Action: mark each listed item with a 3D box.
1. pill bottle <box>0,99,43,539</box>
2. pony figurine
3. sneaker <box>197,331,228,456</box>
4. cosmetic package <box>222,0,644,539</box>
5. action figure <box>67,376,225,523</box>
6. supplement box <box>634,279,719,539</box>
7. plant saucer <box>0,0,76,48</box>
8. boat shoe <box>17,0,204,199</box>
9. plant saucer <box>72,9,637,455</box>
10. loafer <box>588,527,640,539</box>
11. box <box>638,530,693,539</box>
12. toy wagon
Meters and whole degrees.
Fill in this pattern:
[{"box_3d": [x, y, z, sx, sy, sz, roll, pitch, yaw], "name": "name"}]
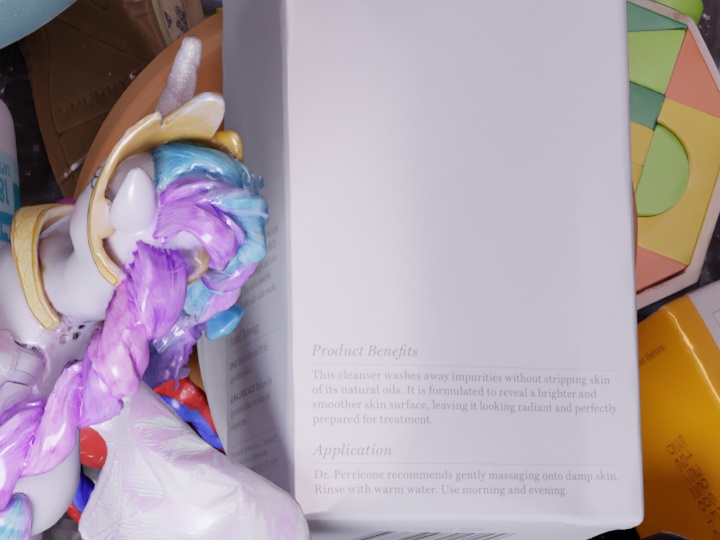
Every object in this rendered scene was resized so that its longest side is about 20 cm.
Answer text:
[{"box_3d": [-0.163, 0.042, 0.805, 0.110, 0.111, 0.201, -4, 82, -11], "name": "pill bottle"}, {"box_3d": [-0.095, 0.046, 0.661, 0.166, 0.200, 0.194, 19, 71, -25], "name": "pony figurine"}, {"box_3d": [-0.001, 0.078, 0.801, 0.075, 0.100, 0.201, -29, 94, -16], "name": "sneaker"}, {"box_3d": [0.019, -0.020, 0.729, 0.112, 0.081, 0.201, 4, 78, -16], "name": "cosmetic package"}, {"box_3d": [-0.059, 0.083, 0.813, 0.065, 0.052, 0.201, -26, 116, 7], "name": "action figure"}, {"box_3d": [0.182, 0.051, 0.848, 0.199, 0.074, 0.126, -19, 77, -35], "name": "supplement box"}, {"box_3d": [-0.156, -0.165, 0.792, 0.199, 0.027, 0.201, -1, 83, 8], "name": "plant saucer"}, {"box_3d": [-0.095, -0.101, 0.874, 0.073, 0.063, 0.201, -15, 80, 13], "name": "boat shoe"}, {"box_3d": [0.000, 0.000, 0.826, 0.199, 0.038, 0.201, -4, 117, -7], "name": "plant saucer"}, {"box_3d": [0.140, 0.126, 0.877, 0.070, 0.068, 0.201, -16, 69, -54], "name": "loafer"}, {"box_3d": [0.031, 0.181, 0.740, 0.199, 0.036, 0.144, -19, 95, -8], "name": "box"}, {"box_3d": [0.039, -0.056, 0.896, 0.199, 0.040, 0.156, 21, 77, -7], "name": "toy wagon"}]
